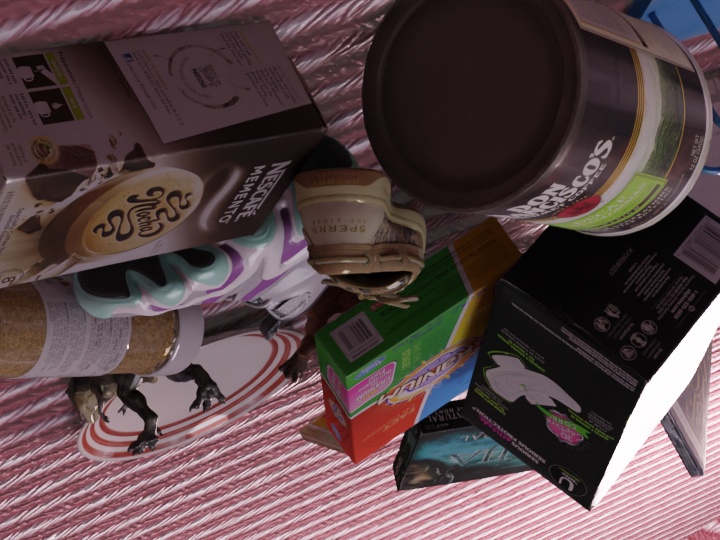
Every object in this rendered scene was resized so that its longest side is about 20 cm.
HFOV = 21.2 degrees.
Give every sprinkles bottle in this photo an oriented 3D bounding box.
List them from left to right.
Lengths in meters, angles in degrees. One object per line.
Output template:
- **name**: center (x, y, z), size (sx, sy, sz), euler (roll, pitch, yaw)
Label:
- **sprinkles bottle**: center (-0.188, 0.036, 1.241), size (0.068, 0.069, 0.199), euler (-39, 157, 29)

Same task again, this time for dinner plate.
- **dinner plate**: center (-0.134, 0.092, 1.514), size (0.199, 0.024, 0.200), euler (-25, 159, -10)

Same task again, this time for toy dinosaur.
- **toy dinosaur**: center (-0.145, 0.072, 1.355), size (0.200, 0.089, 0.047), euler (-41, 156, 32)
- **toy dinosaur**: center (0.000, 0.000, 1.389), size (0.136, 0.086, 0.199), euler (-47, 160, 26)

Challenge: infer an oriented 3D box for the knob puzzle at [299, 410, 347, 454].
- **knob puzzle**: center (0.046, 0.081, 1.623), size (0.219, 0.031, 0.220), euler (-32, -172, 5)

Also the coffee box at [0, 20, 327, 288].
- **coffee box**: center (-0.134, -0.063, 1.054), size (0.199, 0.080, 0.113), euler (-13, 155, -35)

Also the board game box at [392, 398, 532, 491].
- **board game box**: center (0.133, 0.140, 1.643), size (0.198, 0.028, 0.136), euler (-7, 154, -11)

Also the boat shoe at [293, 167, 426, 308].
- **boat shoe**: center (-0.002, -0.010, 1.152), size (0.073, 0.063, 0.200), euler (-4, 168, 12)

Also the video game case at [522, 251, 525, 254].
- **video game case**: center (0.091, 0.023, 1.565), size (0.181, 0.023, 0.200), euler (-26, 175, -6)

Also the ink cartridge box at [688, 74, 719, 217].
- **ink cartridge box**: center (0.279, -0.069, 1.480), size (0.199, 0.147, 0.083), euler (-20, 162, -23)

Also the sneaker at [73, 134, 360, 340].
- **sneaker**: center (-0.083, 0.006, 1.255), size (0.199, 0.078, 0.140), euler (-24, 145, -10)

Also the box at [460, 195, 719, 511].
- **box**: center (0.172, 0.045, 1.364), size (0.149, 0.124, 0.201), euler (-46, 163, -28)

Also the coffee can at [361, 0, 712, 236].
- **coffee can**: center (0.114, -0.101, 1.189), size (0.146, 0.147, 0.199), euler (-38, 158, 25)

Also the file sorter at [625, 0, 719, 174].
- **file sorter**: center (0.280, -0.174, 1.265), size (0.138, 0.123, 0.200), euler (-19, 158, -25)

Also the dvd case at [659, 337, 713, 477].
- **dvd case**: center (0.269, 0.051, 1.633), size (0.016, 0.201, 0.149), euler (-10, 135, 26)

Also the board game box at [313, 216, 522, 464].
- **board game box**: center (0.043, 0.055, 1.391), size (0.152, 0.040, 0.200), euler (-33, 160, -11)
